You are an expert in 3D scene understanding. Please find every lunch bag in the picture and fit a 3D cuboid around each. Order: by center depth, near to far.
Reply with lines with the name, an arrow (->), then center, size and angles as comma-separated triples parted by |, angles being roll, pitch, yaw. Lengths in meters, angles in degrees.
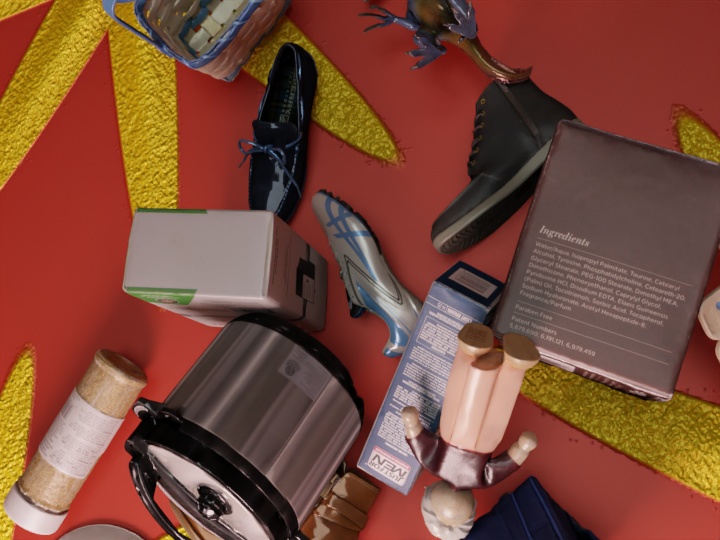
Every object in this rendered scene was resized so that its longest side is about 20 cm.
lunch bag -> 0.167, 0.286, 0.731 | 0.132, 0.200, 0.136 | -40, 108, 6

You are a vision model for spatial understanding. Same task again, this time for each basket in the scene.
basket -> -0.174, -0.305, 0.905 | 0.139, 0.200, 0.177 | 41, 91, 15

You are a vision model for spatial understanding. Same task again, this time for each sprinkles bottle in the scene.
sprinkles bottle -> -0.315, 0.189, 0.934 | 0.068, 0.068, 0.202 | 32, 90, 16

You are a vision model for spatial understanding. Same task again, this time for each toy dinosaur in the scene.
toy dinosaur -> 0.067, -0.272, 0.903 | 0.199, 0.183, 0.105 | 38, 111, -25

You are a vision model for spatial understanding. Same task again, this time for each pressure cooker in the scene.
pressure cooker -> -0.111, 0.163, 0.779 | 0.173, 0.181, 0.201 | 16, 52, 29

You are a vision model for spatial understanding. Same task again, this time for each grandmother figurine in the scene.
grandmother figurine -> 0.091, 0.148, 0.734 | 0.119, 0.061, 0.204 | 17, 115, 17

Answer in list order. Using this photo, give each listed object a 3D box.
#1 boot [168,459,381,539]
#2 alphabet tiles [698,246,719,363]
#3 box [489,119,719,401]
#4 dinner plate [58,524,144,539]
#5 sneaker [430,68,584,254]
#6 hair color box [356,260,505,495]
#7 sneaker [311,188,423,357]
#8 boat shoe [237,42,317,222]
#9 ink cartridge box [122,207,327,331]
boot -> -0.088, 0.239, 0.875 | 0.198, 0.074, 0.157 | 32, 88, 7
alphabet tiles -> 0.399, 0.032, 0.763 | 0.193, 0.015, 0.203 | -31, 99, -14
box -> 0.230, -0.001, 0.782 | 0.161, 0.166, 0.204 | 19, 87, 16
dinner plate -> -0.291, 0.386, 0.923 | 0.195, 0.024, 0.205 | -2, 81, 12
sneaker -> 0.130, -0.113, 0.878 | 0.199, 0.075, 0.106 | -41, 70, -5
hair color box -> 0.071, 0.101, 0.808 | 0.060, 0.100, 0.203 | 26, 109, 14
sneaker -> 0.000, 0.000, 0.886 | 0.072, 0.072, 0.202 | -35, 74, -1
boat shoe -> -0.099, -0.154, 0.934 | 0.082, 0.069, 0.205 | 2, 82, 14
ink cartridge box -> -0.125, 0.005, 0.850 | 0.143, 0.200, 0.085 | 2, 78, 13
